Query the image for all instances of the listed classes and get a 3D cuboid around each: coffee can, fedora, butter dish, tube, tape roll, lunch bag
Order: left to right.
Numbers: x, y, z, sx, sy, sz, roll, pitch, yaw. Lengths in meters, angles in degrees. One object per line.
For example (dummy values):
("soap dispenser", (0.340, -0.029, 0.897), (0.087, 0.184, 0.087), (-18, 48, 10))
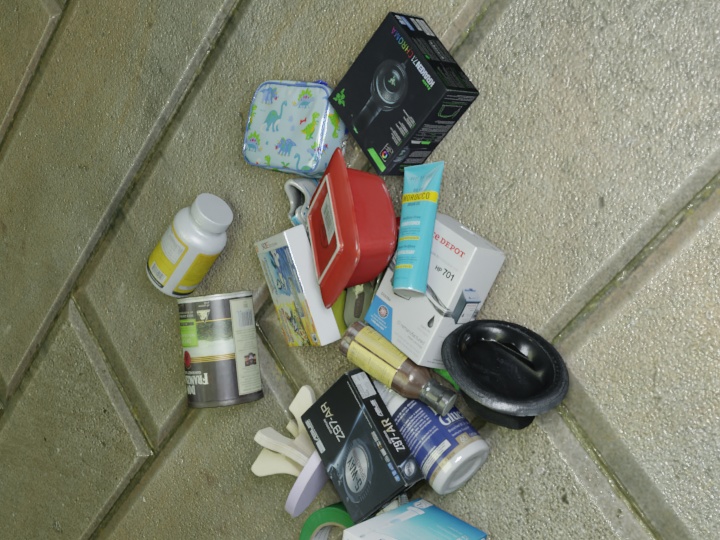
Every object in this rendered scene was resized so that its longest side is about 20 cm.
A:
("coffee can", (-0.263, 0.145, 1.913), (0.145, 0.145, 0.205), (-7, 89, 41))
("lunch bag", (-0.108, -0.248, 1.771), (0.198, 0.082, 0.164), (12, 93, 41))
("tape roll", (-0.026, 0.514, 1.803), (0.198, 0.048, 0.205), (5, 97, 41))
("butter dish", (0.005, -0.065, 1.628), (0.200, 0.145, 0.204), (122, 142, -58))
("tube", (0.085, -0.064, 1.539), (0.076, 0.050, 0.204), (-2, 73, 36))
("fedora", (0.207, 0.163, 1.497), (0.200, 0.199, 0.093), (36, 137, 33))

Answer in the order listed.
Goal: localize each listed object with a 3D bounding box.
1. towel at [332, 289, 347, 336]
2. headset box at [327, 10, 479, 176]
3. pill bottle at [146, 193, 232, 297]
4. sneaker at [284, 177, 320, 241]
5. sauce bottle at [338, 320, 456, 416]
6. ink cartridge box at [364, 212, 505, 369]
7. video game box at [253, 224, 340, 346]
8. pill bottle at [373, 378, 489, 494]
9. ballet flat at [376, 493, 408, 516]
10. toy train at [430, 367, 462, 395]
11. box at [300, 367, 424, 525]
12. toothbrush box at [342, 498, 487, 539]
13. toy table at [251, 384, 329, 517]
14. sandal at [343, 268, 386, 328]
("towel", (-0.071, 0.044, 1.821), (0.199, 0.018, 0.087), (37, 122, 32))
("headset box", (0.061, -0.272, 1.621), (0.200, 0.092, 0.176), (-48, 63, 34))
("pill bottle", (-0.327, -0.050, 1.973), (0.201, 0.111, 0.113), (-50, 63, 32))
("sneaker", (-0.087, -0.070, 1.770), (0.074, 0.086, 0.203), (-30, 73, 32))
("sauce bottle", (0.058, 0.155, 1.579), (0.199, 0.064, 0.066), (35, 116, 22))
("ink cartridge box", (0.113, 0.027, 1.578), (0.146, 0.085, 0.203), (36, 108, 42))
("video game box", (-0.112, 0.031, 1.767), (0.182, 0.046, 0.204), (-12, 97, 70))
("pill bottle", (0.103, 0.244, 1.621), (0.200, 0.110, 0.112), (48, 122, 27))
("ballet flat", (0.043, 0.365, 1.715), (0.071, 0.071, 0.205), (2, 96, 41))
("toy train", (0.168, 0.173, 1.593), (0.199, 0.056, 0.042), (34, 115, 34))
("box", (-0.001, 0.280, 1.628), (0.160, 0.043, 0.202), (-45, 67, 43))
("toothbrush box", (0.082, 0.447, 1.601), (0.145, 0.198, 0.087), (19, 106, 37))
("toy table", (-0.104, 0.312, 1.779), (0.116, 0.184, 0.201), (36, 90, 17))
("sandal", (0.001, 0.001, 1.717), (0.079, 0.057, 0.206), (4, 88, 39))
